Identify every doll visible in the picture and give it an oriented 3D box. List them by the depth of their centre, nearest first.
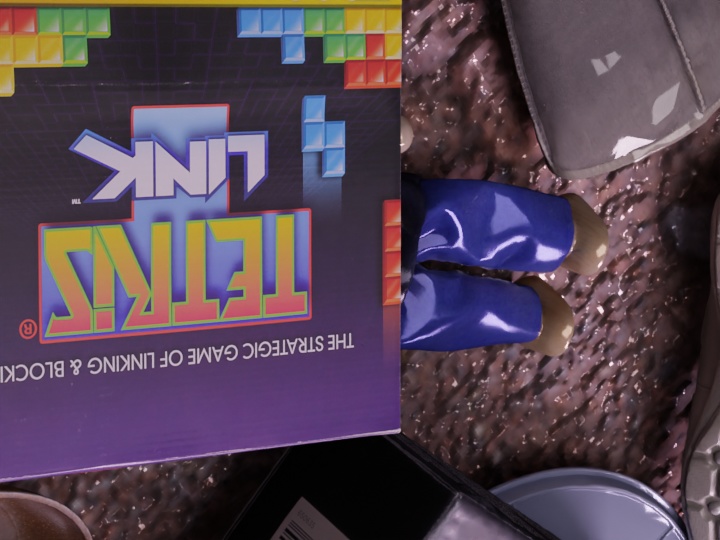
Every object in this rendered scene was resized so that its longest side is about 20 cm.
[{"bbox_3d":[0.000,0.000,1.000,0.200,0.048,0.137,7,114,-34],"label":"doll"}]

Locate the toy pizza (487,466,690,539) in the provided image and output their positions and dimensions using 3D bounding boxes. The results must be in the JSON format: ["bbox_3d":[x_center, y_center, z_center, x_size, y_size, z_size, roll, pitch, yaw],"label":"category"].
[{"bbox_3d":[0.069,0.176,1.127,0.200,0.032,0.201,-13,116,-27],"label":"toy pizza"}]

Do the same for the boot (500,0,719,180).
[{"bbox_3d":[0.116,-0.156,0.999,0.182,0.073,0.200,-31,117,-2],"label":"boot"}]

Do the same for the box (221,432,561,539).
[{"bbox_3d":[0.034,0.166,1.015,0.200,0.104,0.148,37,89,-37],"label":"box"}]

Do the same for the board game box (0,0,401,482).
[{"bbox_3d":[-0.078,-0.020,0.836,0.200,0.057,0.166,-5,96,-37],"label":"board game box"}]

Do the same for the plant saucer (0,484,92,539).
[{"bbox_3d":[-0.186,0.142,0.906,0.200,0.032,0.200,-32,151,-20],"label":"plant saucer"}]

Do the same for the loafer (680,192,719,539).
[{"bbox_3d":[0.182,0.049,1.121,0.070,0.070,0.200,-33,130,-65],"label":"loafer"}]
